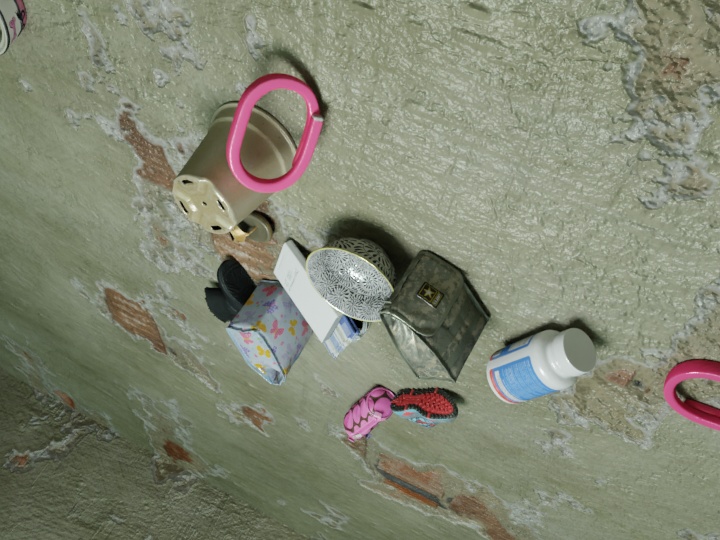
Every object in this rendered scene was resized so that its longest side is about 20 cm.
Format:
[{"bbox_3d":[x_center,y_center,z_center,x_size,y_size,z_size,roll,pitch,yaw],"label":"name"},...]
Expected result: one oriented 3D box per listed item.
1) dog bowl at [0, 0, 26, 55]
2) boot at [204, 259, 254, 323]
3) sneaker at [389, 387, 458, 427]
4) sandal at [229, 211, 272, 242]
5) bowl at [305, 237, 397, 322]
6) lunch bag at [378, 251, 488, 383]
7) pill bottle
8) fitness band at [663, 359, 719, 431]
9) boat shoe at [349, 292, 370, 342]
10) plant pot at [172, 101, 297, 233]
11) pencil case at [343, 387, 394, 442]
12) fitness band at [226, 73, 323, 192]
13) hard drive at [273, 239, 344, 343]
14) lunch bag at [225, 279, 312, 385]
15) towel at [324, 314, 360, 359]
[{"bbox_3d":[-0.747,-0.529,1.319,0.199,0.074,0.201,21,143,17],"label":"dog bowl"},{"bbox_3d":[-0.333,0.058,1.689,0.162,0.074,0.199,0,134,42],"label":"boot"},{"bbox_3d":[0.169,0.337,1.634,0.199,0.080,0.096,-2,142,50],"label":"sneaker"},{"bbox_3d":[-0.278,-0.095,1.478,0.199,0.054,0.081,15,141,23],"label":"sandal"},{"bbox_3d":[0.000,0.000,1.340,0.199,0.094,0.202,21,143,17],"label":"bowl"},{"bbox_3d":[0.134,0.085,1.276,0.117,0.164,0.200,-4,131,47],"label":"lunch bag"},{"bbox_3d":[0.340,0.177,1.270,0.112,0.113,0.200,40,145,-10],"label":"pill bottle"},{"bbox_3d":[0.631,0.223,1.164,0.199,0.038,0.144,17,141,19],"label":"fitness band"},{"bbox_3d":[-0.015,0.103,1.496,0.074,0.065,0.203,28,144,7],"label":"boat shoe"},{"bbox_3d":[-0.241,-0.175,1.246,0.199,0.184,0.201,20,143,16],"label":"plant pot"},{"bbox_3d":[0.022,0.380,1.767,0.090,0.094,0.200,33,144,0],"label":"pencil case"},{"bbox_3d":[-0.145,-0.226,1.128,0.143,0.037,0.201,9,117,-28],"label":"fitness band"},{"bbox_3d":[-0.116,0.047,1.474,0.201,0.027,0.132,54,148,16],"label":"hard drive"},{"bbox_3d":[-0.206,0.152,1.611,0.126,0.170,0.201,2,135,34],"label":"lunch bag"},{"bbox_3d":[-0.065,0.110,1.514,0.148,0.024,0.200,59,155,11],"label":"towel"}]
